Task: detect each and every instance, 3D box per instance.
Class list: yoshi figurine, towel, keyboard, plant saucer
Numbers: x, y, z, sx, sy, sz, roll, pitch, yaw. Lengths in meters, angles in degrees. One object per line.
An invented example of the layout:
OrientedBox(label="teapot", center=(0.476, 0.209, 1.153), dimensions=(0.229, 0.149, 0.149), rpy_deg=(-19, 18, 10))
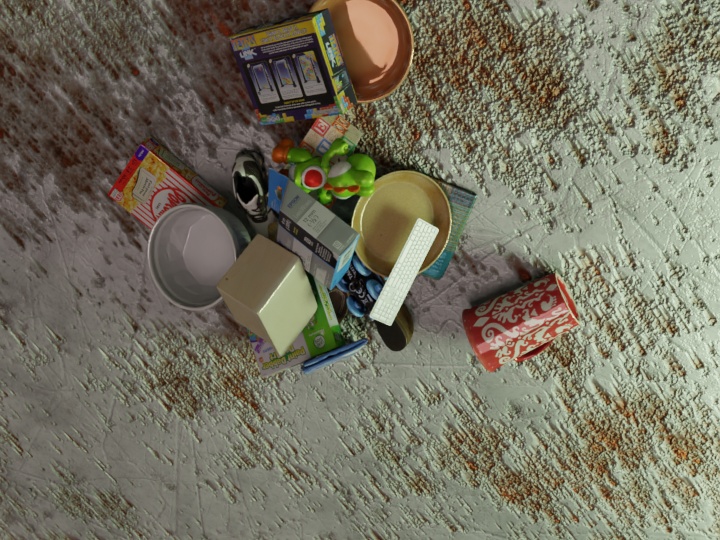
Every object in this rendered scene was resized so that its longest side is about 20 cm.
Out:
OrientedBox(label="yoshi figurine", center=(-0.055, -0.177, 1.377), dimensions=(0.197, 0.114, 0.113), rpy_deg=(14, 164, 21))
OrientedBox(label="towel", center=(0.125, -0.087, 1.486), dimensions=(0.144, 0.022, 0.202), rpy_deg=(21, 121, 0))
OrientedBox(label="keyboard", center=(0.080, 0.004, 1.420), dimensions=(0.056, 0.011, 0.203), rpy_deg=(23, 95, -41))
OrientedBox(label="plant saucer", center=(-0.002, -0.393, 1.327), dimensions=(0.196, 0.038, 0.203), rpy_deg=(7, 121, 11))
OrientedBox(label="towel", center=(-0.055, 0.177, 1.571), dimensions=(0.145, 0.200, 0.024), rpy_deg=(-23, 84, -7))
OrientedBox(label="plant saucer", center=(0.072, -0.087, 1.428), dimensions=(0.196, 0.035, 0.204), rpy_deg=(-5, 107, -15))

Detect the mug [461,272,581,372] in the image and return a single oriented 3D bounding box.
OrientedBox(label="mug", center=(0.322, 0.096, 1.505), dimensions=(0.198, 0.177, 0.135), rpy_deg=(-29, 74, 22))

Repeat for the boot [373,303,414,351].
OrientedBox(label="boot", center=(0.049, 0.062, 1.571), dimensions=(0.073, 0.075, 0.203), rpy_deg=(-23, 94, 31))

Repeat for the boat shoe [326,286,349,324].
OrientedBox(label="boat shoe", center=(-0.081, 0.115, 1.623), dimensions=(0.071, 0.072, 0.201), rpy_deg=(29, 122, -4))

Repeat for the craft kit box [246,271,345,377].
OrientedBox(label="craft kit box", center=(-0.149, 0.096, 1.591), dimensions=(0.198, 0.048, 0.201), rpy_deg=(-24, 83, 25))

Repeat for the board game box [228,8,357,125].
OrientedBox(label="board game box", center=(-0.118, -0.348, 1.336), dimensions=(0.197, 0.057, 0.168), rpy_deg=(2, 121, 36))

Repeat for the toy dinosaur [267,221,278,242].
OrientedBox(label="toy dinosaur", center=(-0.151, -0.057, 1.522), dimensions=(0.198, 0.059, 0.101), rpy_deg=(-25, 126, 37))

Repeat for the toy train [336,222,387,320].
OrientedBox(label="toy train", center=(0.000, 0.000, 1.480), dimensions=(0.086, 0.114, 0.202), rpy_deg=(-38, 80, 31))

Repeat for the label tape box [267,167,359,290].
OrientedBox(label="label tape box", center=(-0.104, -0.073, 1.363), dimensions=(0.199, 0.066, 0.144), rpy_deg=(36, 156, 8))

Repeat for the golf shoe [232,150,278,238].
OrientedBox(label="golf shoe", center=(-0.209, -0.128, 1.501), dimensions=(0.076, 0.095, 0.203), rpy_deg=(-10, 119, 17))

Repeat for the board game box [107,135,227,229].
OrientedBox(label="board game box", center=(-0.391, -0.149, 1.560), dimensions=(0.199, 0.047, 0.152), rpy_deg=(39, 121, -11))

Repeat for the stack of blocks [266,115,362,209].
OrientedBox(label="stack of blocks", center=(-0.077, -0.191, 1.450), dimensions=(0.114, 0.059, 0.201), rpy_deg=(34, 122, -8))

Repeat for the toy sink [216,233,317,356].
OrientedBox(label="toy sink", center=(-0.174, 0.049, 1.451), dimensions=(0.111, 0.131, 0.201), rpy_deg=(29, 160, 22))

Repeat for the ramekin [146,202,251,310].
OrientedBox(label="ramekin", center=(-0.303, -0.031, 1.488), dimensions=(0.196, 0.105, 0.204), rpy_deg=(3, 99, 19))
